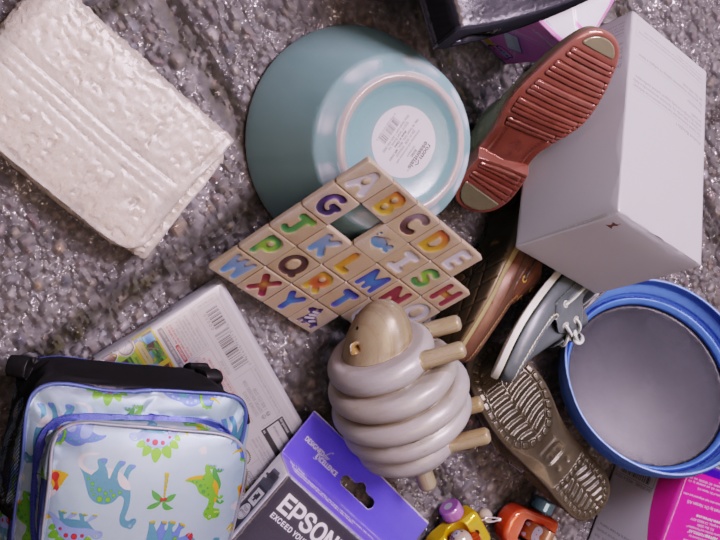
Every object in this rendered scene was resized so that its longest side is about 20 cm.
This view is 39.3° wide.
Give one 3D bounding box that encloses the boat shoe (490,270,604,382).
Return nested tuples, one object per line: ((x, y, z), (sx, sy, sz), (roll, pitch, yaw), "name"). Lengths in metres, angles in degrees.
((0.193, 0.036, 0.948), (0.062, 0.073, 0.200), (36, 61, 10), "boat shoe")

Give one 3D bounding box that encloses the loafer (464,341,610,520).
((0.161, 0.159, 0.983), (0.076, 0.067, 0.201), (-36, 95, -20), "loafer")

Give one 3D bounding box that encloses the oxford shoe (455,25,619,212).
((0.142, -0.141, 0.868), (0.070, 0.074, 0.200), (24, 130, -23), "oxford shoe")

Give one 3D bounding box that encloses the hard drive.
((0.130, -0.262, 0.786), (0.199, 0.042, 0.136), (-24, 107, -20), "hard drive")

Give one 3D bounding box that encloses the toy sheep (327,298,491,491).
((0.039, 0.115, 0.884), (0.137, 0.138, 0.201), (-25, 113, -19), "toy sheep")

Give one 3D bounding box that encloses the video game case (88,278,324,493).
((-0.149, 0.138, 0.860), (0.181, 0.023, 0.201), (-34, 111, -17), "video game case")

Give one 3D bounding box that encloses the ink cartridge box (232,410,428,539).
((-0.042, 0.261, 0.903), (0.200, 0.043, 0.198), (-49, 122, -11), "ink cartridge box")

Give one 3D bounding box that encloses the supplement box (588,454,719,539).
((0.309, 0.287, 1.049), (0.103, 0.101, 0.201), (22, 89, -26), "supplement box")

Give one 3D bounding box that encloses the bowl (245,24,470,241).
((0.012, -0.107, 0.850), (0.199, 0.105, 0.203), (-4, 100, -23), "bowl")

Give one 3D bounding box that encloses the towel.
((-0.207, -0.115, 0.787), (0.200, 0.034, 0.133), (43, 79, -23), "towel")

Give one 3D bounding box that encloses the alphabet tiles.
((0.000, 0.000, 0.850), (0.167, 0.008, 0.200), (-32, 136, 22), "alphabet tiles")

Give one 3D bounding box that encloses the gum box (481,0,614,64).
((0.105, -0.264, 0.861), (0.200, 0.113, 0.066), (35, 83, -25), "gum box")

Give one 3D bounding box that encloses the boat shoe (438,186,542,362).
((0.139, 0.002, 0.942), (0.067, 0.072, 0.201), (32, 82, -23), "boat shoe")

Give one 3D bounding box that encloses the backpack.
((-0.181, 0.179, 0.759), (0.182, 0.147, 0.202), (7, 99, -23), "backpack")

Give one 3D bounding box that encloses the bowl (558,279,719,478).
((0.288, 0.107, 0.993), (0.199, 0.039, 0.202), (5, 65, -10), "bowl")

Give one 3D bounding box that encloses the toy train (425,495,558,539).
((0.121, 0.306, 0.989), (0.150, 0.056, 0.201), (32, 84, -27), "toy train")

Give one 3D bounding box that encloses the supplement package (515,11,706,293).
((0.225, -0.101, 0.898), (0.116, 0.117, 0.201), (27, 61, -32), "supplement package")
